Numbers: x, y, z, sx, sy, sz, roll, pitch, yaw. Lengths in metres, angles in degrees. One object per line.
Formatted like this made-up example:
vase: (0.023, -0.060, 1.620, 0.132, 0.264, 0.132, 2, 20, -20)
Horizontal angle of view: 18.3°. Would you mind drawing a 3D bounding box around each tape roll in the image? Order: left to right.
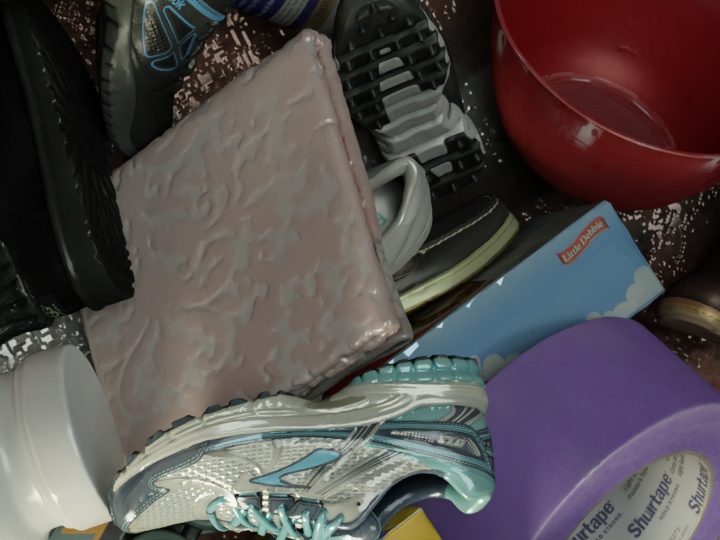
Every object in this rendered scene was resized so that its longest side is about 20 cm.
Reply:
tape roll: (0.123, 0.131, 1.268, 0.200, 0.200, 0.085, -36, 54, -17)

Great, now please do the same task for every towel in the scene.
towel: (-0.071, -0.002, 1.199, 0.032, 0.200, 0.192, 19, 46, -49)

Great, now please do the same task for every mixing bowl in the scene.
mixing bowl: (0.155, -0.110, 1.324, 0.199, 0.109, 0.201, 11, 49, -13)

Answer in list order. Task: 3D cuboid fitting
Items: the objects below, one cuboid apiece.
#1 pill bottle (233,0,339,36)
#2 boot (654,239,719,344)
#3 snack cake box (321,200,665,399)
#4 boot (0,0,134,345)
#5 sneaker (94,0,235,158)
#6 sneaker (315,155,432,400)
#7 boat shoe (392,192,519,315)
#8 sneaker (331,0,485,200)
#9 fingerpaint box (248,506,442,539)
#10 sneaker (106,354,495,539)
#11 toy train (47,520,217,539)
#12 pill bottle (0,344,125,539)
pill bottle: (-0.089, -0.216, 1.266, 0.199, 0.116, 0.116, 18, 81, -16)
boot: (0.242, -0.037, 1.335, 0.072, 0.200, 0.167, 18, 96, 24)
snack cake box: (0.066, 0.045, 1.300, 0.200, 0.115, 0.067, -36, 98, -16)
boot: (-0.221, -0.046, 1.233, 0.157, 0.079, 0.212, -21, 61, 11)
sneaker: (-0.105, -0.134, 1.219, 0.081, 0.200, 0.073, -5, 54, -8)
sneaker: (-0.031, 0.016, 1.222, 0.075, 0.089, 0.200, 33, 77, 5)
boat shoe: (-0.001, 0.000, 1.305, 0.200, 0.072, 0.066, -30, 101, -13)
sneaker: (0.017, -0.121, 1.272, 0.066, 0.200, 0.091, -22, 61, 5)
fingerpaint box: (0.020, 0.212, 1.231, 0.073, 0.200, 0.167, -36, 97, -18)
sneaker: (-0.027, 0.105, 1.112, 0.199, 0.078, 0.087, -16, 71, -2)
toy train: (-0.143, 0.152, 1.247, 0.114, 0.085, 0.200, 31, 77, -4)
pill bottle: (-0.230, 0.112, 1.166, 0.199, 0.116, 0.117, -18, 92, 6)
